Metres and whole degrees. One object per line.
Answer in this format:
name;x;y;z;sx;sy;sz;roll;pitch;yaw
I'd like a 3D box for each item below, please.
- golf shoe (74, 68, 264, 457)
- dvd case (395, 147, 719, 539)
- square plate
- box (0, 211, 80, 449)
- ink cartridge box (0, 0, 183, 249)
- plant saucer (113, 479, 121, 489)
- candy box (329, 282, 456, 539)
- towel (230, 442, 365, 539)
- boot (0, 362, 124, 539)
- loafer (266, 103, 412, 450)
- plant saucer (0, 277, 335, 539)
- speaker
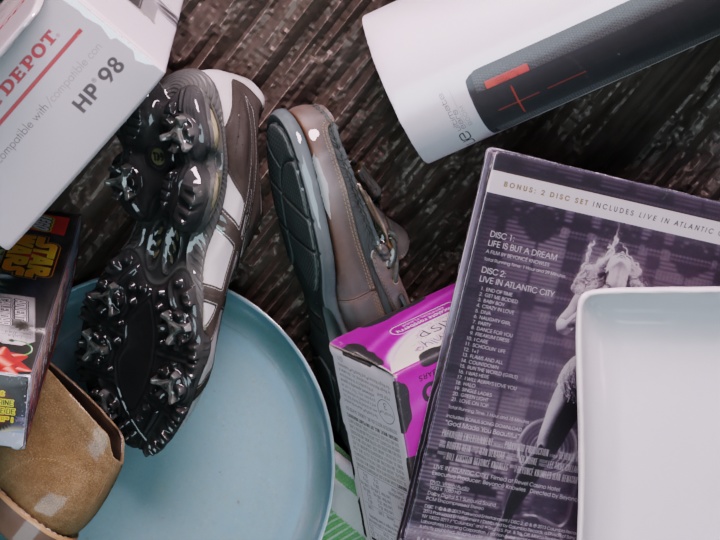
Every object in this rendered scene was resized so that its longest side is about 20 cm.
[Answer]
golf shoe;-0.083;-0.004;1.106;0.077;0.094;0.201;25;116;25
dvd case;0.107;0.054;1.076;0.148;0.016;0.201;12;95;-16
square plate;0.190;0.102;1.084;0.197;0.028;0.201;-2;99;-18
box;-0.212;0.016;1.059;0.136;0.200;0.040;8;112;-4
ink cartridge box;-0.143;-0.089;1.012;0.067;0.200;0.116;39;109;-16
plant saucer;-0.151;0.168;1.216;0.199;0.035;0.201;0;114;0
candy box;0.069;0.108;1.141;0.136;0.061;0.201;-24;118;-28
towel;-0.044;0.194;1.208;0.200;0.023;0.152;-43;124;10
boot;-0.199;0.054;1.120;0.200;0.074;0.076;40;97;14
loafer;0.000;0.000;1.133;0.063;0.072;0.201;-20;121;-14
plant saucer;-0.109;0.101;1.150;0.199;0.027;0.201;-1;86;9
speaker;0.103;-0.126;1.063;0.199;0.081;0.081;-23;112;10
